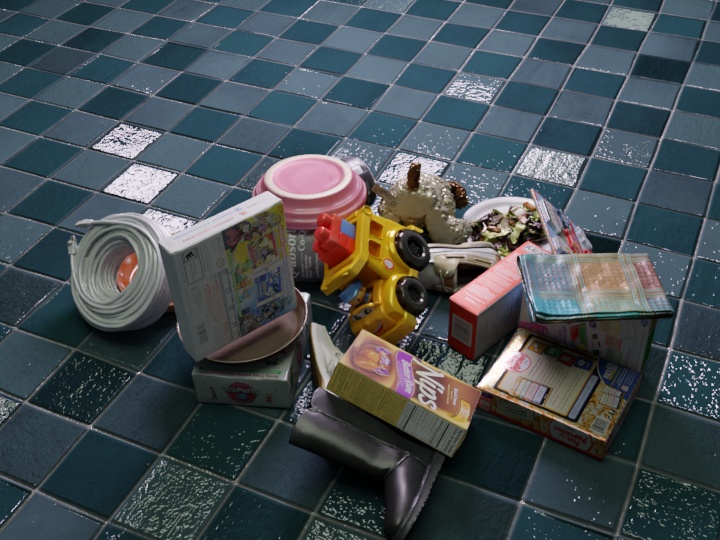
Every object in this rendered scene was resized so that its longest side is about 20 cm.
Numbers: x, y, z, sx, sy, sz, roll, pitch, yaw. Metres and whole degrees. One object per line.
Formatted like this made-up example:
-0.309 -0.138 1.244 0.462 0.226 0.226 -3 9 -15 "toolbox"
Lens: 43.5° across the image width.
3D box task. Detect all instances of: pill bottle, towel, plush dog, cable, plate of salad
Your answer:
-0.076 -0.130 1.672 0.200 0.106 0.106 -29 47 -28 "pill bottle"
0.334 0.021 1.302 0.199 0.022 0.147 -2 39 -1 "towel"
0.104 -0.129 1.640 0.199 0.161 0.172 -1 16 10 "plush dog"
-0.123 -0.037 1.555 0.199 0.116 0.116 -1 40 3 "pill bottle"
-0.389 0.004 1.484 0.199 0.069 0.201 -9 74 24 "cable"
0.282 -0.084 1.646 0.199 0.048 0.200 -1 40 1 "plate of salad"

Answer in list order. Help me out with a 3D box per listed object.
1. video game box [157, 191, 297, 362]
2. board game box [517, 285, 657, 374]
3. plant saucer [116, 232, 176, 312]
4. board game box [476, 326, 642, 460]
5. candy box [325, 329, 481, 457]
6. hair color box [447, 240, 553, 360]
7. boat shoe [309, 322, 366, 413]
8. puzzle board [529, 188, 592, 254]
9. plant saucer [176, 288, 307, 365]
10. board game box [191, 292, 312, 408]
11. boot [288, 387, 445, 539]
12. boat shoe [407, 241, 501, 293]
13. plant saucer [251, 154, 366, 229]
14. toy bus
-0.184 0.009 1.293 0.182 0.200 0.047 -26 43 -26 "video game box"
0.340 0.079 1.367 0.200 0.153 0.040 21 44 24 "board game box"
-0.324 0.005 1.579 0.200 0.032 0.201 -2 40 2 "plant saucer"
0.293 0.176 1.335 0.200 0.046 0.152 22 46 26 "board game box"
0.064 0.170 1.280 0.200 0.057 0.117 28 26 6 "candy box"
0.227 0.047 1.451 0.200 0.102 0.061 -32 48 -32 "hair color box"
-0.033 0.160 1.356 0.069 0.071 0.200 -10 50 -10 "boat shoe"
0.361 -0.045 1.540 0.017 0.151 0.200 -40 32 25 "puzzle board"
-0.180 0.080 1.387 0.200 0.032 0.200 -1 40 1 "plant saucer"
-0.164 0.117 1.413 0.147 0.064 0.200 3 39 8 "board game box"
-0.005 0.257 1.195 0.200 0.066 0.165 29 34 6 "boot"
0.146 -0.001 1.532 0.199 0.075 0.068 -12 39 -9 "boat shoe"
-0.089 -0.143 1.557 0.200 0.051 0.201 -1 35 1 "plant saucer"
0.000 0.000 1.412 0.192 0.136 0.200 28 48 -30 "toy bus"
